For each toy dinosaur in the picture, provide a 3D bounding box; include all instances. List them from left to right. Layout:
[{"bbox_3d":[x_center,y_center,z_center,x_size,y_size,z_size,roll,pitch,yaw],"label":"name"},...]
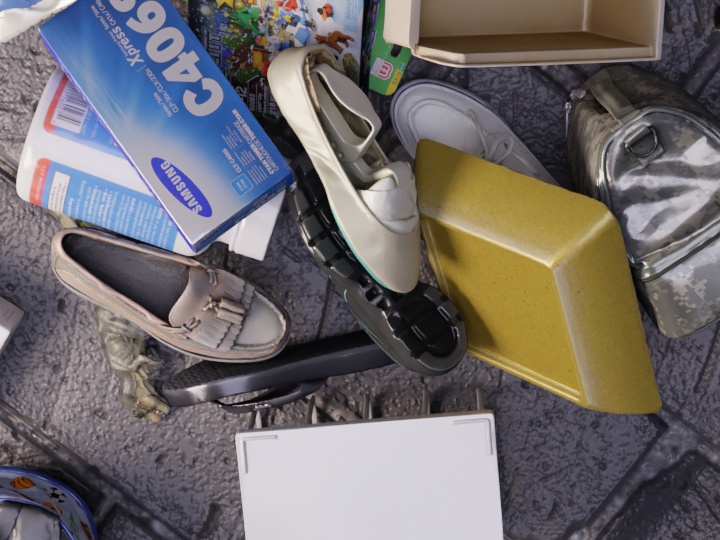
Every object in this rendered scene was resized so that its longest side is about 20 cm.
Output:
[{"bbox_3d":[-0.181,0.027,1.768,0.087,0.047,0.202,-19,98,14],"label":"toy dinosaur"}]

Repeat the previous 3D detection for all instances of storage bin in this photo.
[{"bbox_3d":[0.123,-0.258,1.619,0.197,0.094,0.202,-6,106,-31],"label":"storage bin"}]

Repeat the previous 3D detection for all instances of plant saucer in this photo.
[{"bbox_3d":[0.120,0.015,1.652,0.048,0.199,0.201,-40,132,-27],"label":"plant saucer"}]

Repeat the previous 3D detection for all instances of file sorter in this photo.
[{"bbox_3d":[0.011,0.172,1.751,0.198,0.125,0.140,-5,102,3],"label":"file sorter"}]

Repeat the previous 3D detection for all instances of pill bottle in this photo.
[{"bbox_3d":[-0.156,-0.077,1.708,0.198,0.112,0.113,20,103,-2],"label":"pill bottle"}]

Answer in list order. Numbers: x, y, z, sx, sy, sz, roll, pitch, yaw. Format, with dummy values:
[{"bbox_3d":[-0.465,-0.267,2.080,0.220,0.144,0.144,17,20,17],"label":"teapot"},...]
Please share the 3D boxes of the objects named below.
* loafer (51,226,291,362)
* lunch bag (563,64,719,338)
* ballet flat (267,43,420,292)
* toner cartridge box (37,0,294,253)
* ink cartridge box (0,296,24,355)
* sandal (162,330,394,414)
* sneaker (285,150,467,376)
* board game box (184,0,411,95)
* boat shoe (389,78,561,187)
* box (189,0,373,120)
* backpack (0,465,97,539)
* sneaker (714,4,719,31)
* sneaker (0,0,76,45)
[{"bbox_3d":[-0.150,0.018,1.712,0.198,0.063,0.072,21,80,3],"label":"loafer"},{"bbox_3d":[0.229,-0.064,1.653,0.139,0.200,0.168,-32,103,6],"label":"lunch bag"},{"bbox_3d":[0.000,-0.079,1.621,0.069,0.069,0.201,-31,93,9],"label":"ballet flat"},{"bbox_3d":[-0.144,-0.122,1.636,0.095,0.043,0.201,-36,84,-6],"label":"toner cartridge box"},{"bbox_3d":[-0.385,0.036,1.766,0.199,0.068,0.116,31,102,-4],"label":"ink cartridge box"},{"bbox_3d":[-0.057,0.087,1.748,0.198,0.076,0.043,-10,102,-4],"label":"sandal"},{"bbox_3d":[0.000,0.000,1.690,0.075,0.079,0.201,-35,96,-21],"label":"sneaker"},{"bbox_3d":[-0.045,-0.219,1.714,0.199,0.030,0.096,26,104,-1],"label":"board game box"},{"bbox_3d":[0.102,-0.068,1.711,0.075,0.086,0.202,-43,98,11],"label":"boat shoe"},{"bbox_3d":[-0.059,-0.204,1.653,0.135,0.038,0.201,11,130,9],"label":"box"},{"bbox_3d":[-0.290,0.254,1.770,0.198,0.154,0.192,5,111,-5],"label":"backpack"},{"bbox_3d":[0.337,-0.268,1.665,0.088,0.074,0.202,14,113,-1],"label":"sneaker"},{"bbox_3d":[-0.235,-0.263,1.685,0.199,0.077,0.112,-26,110,15],"label":"sneaker"}]
